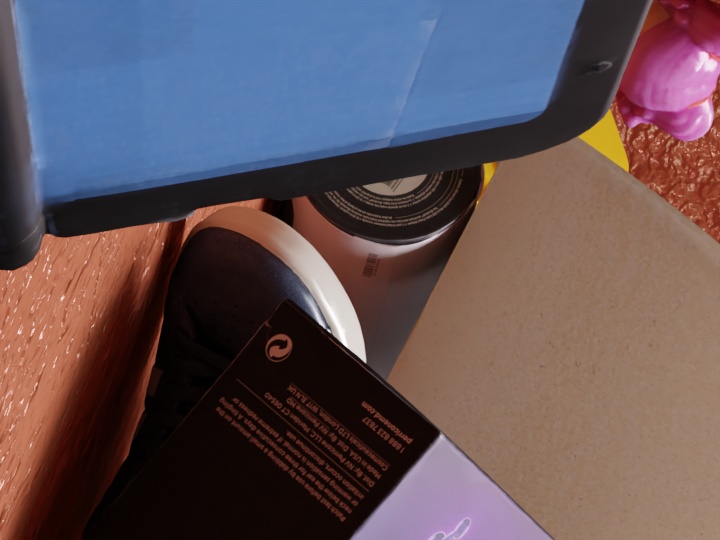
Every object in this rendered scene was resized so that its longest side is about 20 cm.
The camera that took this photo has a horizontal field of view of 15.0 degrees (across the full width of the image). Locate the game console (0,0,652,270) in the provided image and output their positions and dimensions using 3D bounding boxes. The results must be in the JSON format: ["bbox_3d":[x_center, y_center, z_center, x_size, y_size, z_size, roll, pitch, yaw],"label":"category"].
[{"bbox_3d":[-0.033,-0.003,0.396,0.200,0.116,0.176,100,12,-71],"label":"game console"}]

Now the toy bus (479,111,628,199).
[{"bbox_3d":[0.069,-0.061,1.361,0.200,0.078,0.065,1,71,-71],"label":"toy bus"}]

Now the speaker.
[{"bbox_3d":[0.000,0.000,1.201,0.200,0.081,0.081,105,7,-62],"label":"speaker"}]

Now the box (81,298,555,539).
[{"bbox_3d":[-0.009,0.116,0.896,0.141,0.079,0.200,-48,149,-2],"label":"box"}]

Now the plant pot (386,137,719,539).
[{"bbox_3d":[0.100,0.081,1.180,0.200,0.177,0.200,-62,175,-15],"label":"plant pot"}]

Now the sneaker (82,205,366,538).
[{"bbox_3d":[-0.054,0.072,0.921,0.085,0.075,0.200,-41,150,-43],"label":"sneaker"}]

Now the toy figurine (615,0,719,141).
[{"bbox_3d":[0.084,-0.105,1.022,0.150,0.184,0.200,-64,175,-49],"label":"toy figurine"}]
